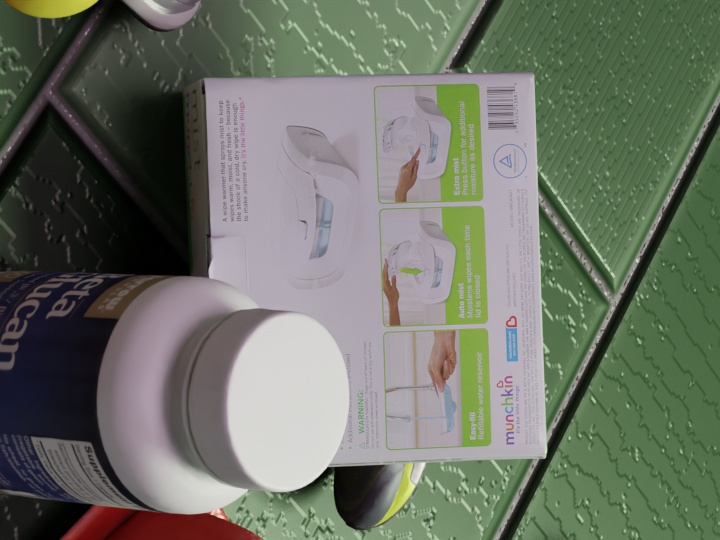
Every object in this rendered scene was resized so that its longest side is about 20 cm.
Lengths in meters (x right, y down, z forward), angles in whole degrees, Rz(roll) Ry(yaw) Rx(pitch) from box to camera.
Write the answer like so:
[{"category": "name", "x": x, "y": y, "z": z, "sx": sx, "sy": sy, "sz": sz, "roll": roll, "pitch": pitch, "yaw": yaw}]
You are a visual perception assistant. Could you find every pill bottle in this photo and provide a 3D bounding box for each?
[{"category": "pill bottle", "x": -0.105, "y": 0.057, "z": 1.276, "sx": 0.111, "sy": 0.200, "sz": 0.111, "roll": -2, "pitch": 92, "yaw": -48}]

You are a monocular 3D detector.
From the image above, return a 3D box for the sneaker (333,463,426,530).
[{"category": "sneaker", "x": -0.013, "y": 0.044, "z": 1.489, "sx": 0.081, "sy": 0.074, "sz": 0.201, "roll": -5, "pitch": 93, "yaw": -34}]

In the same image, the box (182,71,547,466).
[{"category": "box", "x": 0.000, "y": 0.000, "z": 1.402, "sx": 0.176, "sy": 0.097, "sz": 0.201, "roll": -3, "pitch": 90, "yaw": -9}]

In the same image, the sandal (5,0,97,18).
[{"category": "sandal", "x": -0.153, "y": -0.218, "z": 1.211, "sx": 0.079, "sy": 0.087, "sz": 0.200, "roll": -26, "pitch": 90, "yaw": -28}]

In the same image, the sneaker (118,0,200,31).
[{"category": "sneaker", "x": -0.110, "y": -0.206, "z": 1.318, "sx": 0.200, "sy": 0.115, "sz": 0.075, "roll": 38, "pitch": 25, "yaw": -49}]

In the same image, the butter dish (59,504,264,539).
[{"category": "butter dish", "x": -0.075, "y": 0.218, "z": 1.356, "sx": 0.199, "sy": 0.148, "sz": 0.200, "roll": -46, "pitch": 124, "yaw": -36}]
